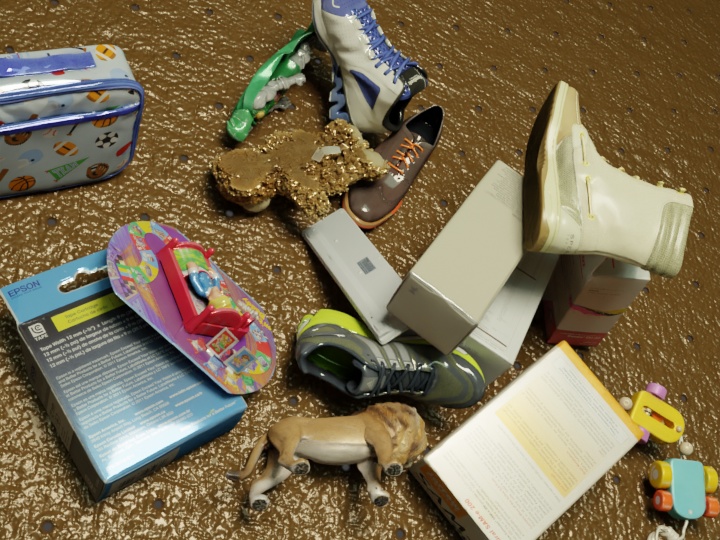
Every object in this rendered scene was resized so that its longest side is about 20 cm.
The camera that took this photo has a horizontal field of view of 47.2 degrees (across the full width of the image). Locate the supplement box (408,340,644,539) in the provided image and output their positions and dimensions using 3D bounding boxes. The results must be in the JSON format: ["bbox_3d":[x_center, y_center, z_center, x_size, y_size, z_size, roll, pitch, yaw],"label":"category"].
[{"bbox_3d":[0.166,0.183,0.831,0.200,0.074,0.126,-35,79,-20],"label":"supplement box"}]

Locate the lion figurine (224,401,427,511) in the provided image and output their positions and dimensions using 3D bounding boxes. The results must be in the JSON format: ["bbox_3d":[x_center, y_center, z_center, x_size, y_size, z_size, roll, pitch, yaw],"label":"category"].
[{"bbox_3d":[-0.027,0.165,0.782,0.200,0.073,0.123,8,25,-12],"label":"lion figurine"}]

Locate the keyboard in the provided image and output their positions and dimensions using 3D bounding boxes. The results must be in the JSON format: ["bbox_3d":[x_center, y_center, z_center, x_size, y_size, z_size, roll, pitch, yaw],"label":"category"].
[{"bbox_3d":[0.000,0.000,0.864,0.056,0.011,0.200,-27,45,-11],"label":"keyboard"}]

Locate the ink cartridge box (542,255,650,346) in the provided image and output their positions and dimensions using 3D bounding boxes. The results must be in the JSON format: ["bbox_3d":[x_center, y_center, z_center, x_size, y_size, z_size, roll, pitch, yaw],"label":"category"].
[{"bbox_3d":[0.266,-0.010,0.930,0.067,0.200,0.117,5,59,-4],"label":"ink cartridge box"}]

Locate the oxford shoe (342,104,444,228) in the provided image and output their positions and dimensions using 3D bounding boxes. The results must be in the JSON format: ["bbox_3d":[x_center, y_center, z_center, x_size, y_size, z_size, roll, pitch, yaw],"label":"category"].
[{"bbox_3d":[0.041,-0.131,0.986,0.071,0.073,0.200,34,54,-3],"label":"oxford shoe"}]

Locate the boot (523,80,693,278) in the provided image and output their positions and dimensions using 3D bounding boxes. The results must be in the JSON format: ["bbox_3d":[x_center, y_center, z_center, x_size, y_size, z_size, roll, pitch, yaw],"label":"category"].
[{"bbox_3d":[0.245,-0.091,0.819,0.154,0.072,0.200,13,59,-3],"label":"boot"}]

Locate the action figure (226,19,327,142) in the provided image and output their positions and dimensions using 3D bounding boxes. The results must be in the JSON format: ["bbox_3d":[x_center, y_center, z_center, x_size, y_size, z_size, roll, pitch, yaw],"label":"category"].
[{"bbox_3d":[-0.097,-0.223,0.974,0.055,0.118,0.200,40,62,-9],"label":"action figure"}]

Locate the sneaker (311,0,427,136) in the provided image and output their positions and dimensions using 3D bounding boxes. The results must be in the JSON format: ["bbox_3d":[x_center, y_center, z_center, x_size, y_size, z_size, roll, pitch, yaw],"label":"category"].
[{"bbox_3d":[0.020,-0.246,0.956,0.115,0.200,0.081,9,32,32],"label":"sneaker"}]

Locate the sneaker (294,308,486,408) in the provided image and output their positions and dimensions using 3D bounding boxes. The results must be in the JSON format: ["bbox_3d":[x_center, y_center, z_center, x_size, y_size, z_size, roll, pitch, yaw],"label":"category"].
[{"bbox_3d":[0.025,0.102,0.814,0.200,0.074,0.081,13,23,5],"label":"sneaker"}]

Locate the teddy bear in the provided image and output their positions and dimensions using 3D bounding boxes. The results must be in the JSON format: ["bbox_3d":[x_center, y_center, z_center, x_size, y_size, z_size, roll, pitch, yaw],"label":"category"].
[{"bbox_3d":[-0.066,-0.111,0.924,0.145,0.067,0.200,41,54,22],"label":"teddy bear"}]

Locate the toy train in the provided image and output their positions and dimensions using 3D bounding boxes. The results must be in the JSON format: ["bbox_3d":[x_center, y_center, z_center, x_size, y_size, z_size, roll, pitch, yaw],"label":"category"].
[{"bbox_3d":[0.302,0.211,0.918,0.150,0.056,0.200,-30,81,-19],"label":"toy train"}]

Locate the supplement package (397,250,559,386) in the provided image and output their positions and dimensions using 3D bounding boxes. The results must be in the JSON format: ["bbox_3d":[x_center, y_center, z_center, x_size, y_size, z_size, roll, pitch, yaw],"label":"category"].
[{"bbox_3d":[0.131,0.022,0.913,0.114,0.110,0.200,34,54,-1],"label":"supplement package"}]

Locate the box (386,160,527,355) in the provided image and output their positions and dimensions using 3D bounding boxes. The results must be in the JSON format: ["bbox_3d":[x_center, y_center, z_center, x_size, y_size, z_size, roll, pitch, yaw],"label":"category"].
[{"bbox_3d":[0.113,-0.017,0.814,0.082,0.068,0.200,38,52,5],"label":"box"}]

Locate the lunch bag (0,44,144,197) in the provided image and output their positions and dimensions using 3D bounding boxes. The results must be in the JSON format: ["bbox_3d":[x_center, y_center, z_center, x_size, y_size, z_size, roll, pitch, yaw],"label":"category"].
[{"bbox_3d":[-0.311,-0.141,0.782,0.200,0.160,0.076,-18,70,-32],"label":"lunch bag"}]

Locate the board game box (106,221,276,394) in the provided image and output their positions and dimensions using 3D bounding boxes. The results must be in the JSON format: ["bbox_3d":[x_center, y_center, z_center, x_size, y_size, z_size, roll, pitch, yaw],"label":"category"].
[{"bbox_3d":[-0.141,0.020,0.776,0.200,0.039,0.158,45,22,-14],"label":"board game box"}]

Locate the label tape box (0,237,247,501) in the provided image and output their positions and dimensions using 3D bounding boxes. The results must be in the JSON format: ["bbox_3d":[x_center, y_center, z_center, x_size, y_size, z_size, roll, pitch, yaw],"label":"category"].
[{"bbox_3d":[-0.218,0.084,0.752,0.143,0.066,0.200,-25,71,-34],"label":"label tape box"}]
